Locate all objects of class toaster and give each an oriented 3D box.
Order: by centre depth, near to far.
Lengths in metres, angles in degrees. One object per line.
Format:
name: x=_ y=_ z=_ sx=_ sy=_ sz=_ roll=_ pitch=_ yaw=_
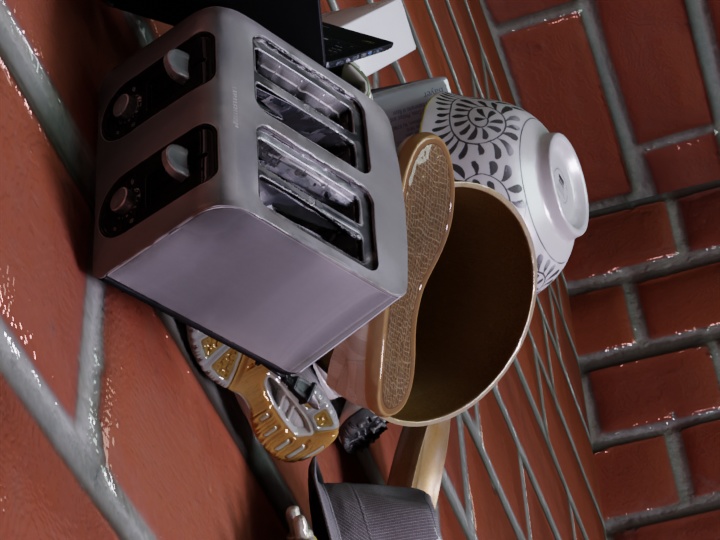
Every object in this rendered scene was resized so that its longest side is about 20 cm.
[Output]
toaster: x=-0.067 y=-0.044 z=1.211 sx=0.200 sy=0.119 sz=0.181 roll=31 pitch=40 yaw=-34

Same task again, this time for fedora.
fedora: x=0.019 y=0.220 z=1.413 sx=0.200 sy=0.090 sz=0.177 roll=91 pitch=-15 yaw=-61

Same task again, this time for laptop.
laptop: x=-0.082 y=-0.209 z=1.283 sx=0.200 sy=0.177 sz=0.103 roll=-30 pitch=136 yaw=-64

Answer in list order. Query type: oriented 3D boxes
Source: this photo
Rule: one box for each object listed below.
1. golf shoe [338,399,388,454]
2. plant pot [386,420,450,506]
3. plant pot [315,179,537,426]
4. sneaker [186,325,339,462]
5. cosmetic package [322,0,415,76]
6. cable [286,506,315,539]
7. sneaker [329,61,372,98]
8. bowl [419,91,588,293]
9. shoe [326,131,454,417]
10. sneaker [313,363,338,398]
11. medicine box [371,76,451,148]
golf shoe: x=0.006 y=0.100 z=1.722 sx=0.094 sy=0.078 sz=0.200 roll=46 pitch=24 yaw=2
plant pot: x=0.047 y=0.201 z=1.705 sx=0.200 sy=0.027 sz=0.200 roll=11 pitch=90 yaw=-80
plant pot: x=0.000 y=0.000 z=1.449 sx=0.200 sy=0.186 sz=0.186 roll=23 pitch=-37 yaw=49
sneaker: x=-0.083 y=0.049 z=1.357 sx=0.088 sy=0.076 sz=0.200 roll=-119 pitch=-174 yaw=-53
cosmetic package: x=-0.046 y=-0.165 z=1.507 sx=0.200 sy=0.082 sz=0.051 roll=-35 pitch=114 yaw=-48
cable: x=-0.030 y=0.269 z=1.306 sx=0.097 sy=0.050 sz=0.200 roll=-76 pitch=149 yaw=-70
sneaker: x=-0.023 y=-0.119 z=1.392 sx=0.200 sy=0.090 sz=0.067 roll=20 pitch=71 yaw=-47
bowl: x=0.131 y=-0.063 z=1.567 sx=0.201 sy=0.094 sz=0.201 roll=42 pitch=41 yaw=-52
shoe: x=0.016 y=0.000 z=1.295 sx=0.070 sy=0.053 sz=0.200 roll=-5 pitch=109 yaw=-53
sneaker: x=-0.017 y=0.011 z=1.595 sx=0.076 sy=0.088 sz=0.200 roll=48 pitch=29 yaw=-63
medicine box: x=0.023 y=-0.061 z=1.685 sx=0.182 sy=0.103 sz=0.200 roll=2 pitch=-72 yaw=68
